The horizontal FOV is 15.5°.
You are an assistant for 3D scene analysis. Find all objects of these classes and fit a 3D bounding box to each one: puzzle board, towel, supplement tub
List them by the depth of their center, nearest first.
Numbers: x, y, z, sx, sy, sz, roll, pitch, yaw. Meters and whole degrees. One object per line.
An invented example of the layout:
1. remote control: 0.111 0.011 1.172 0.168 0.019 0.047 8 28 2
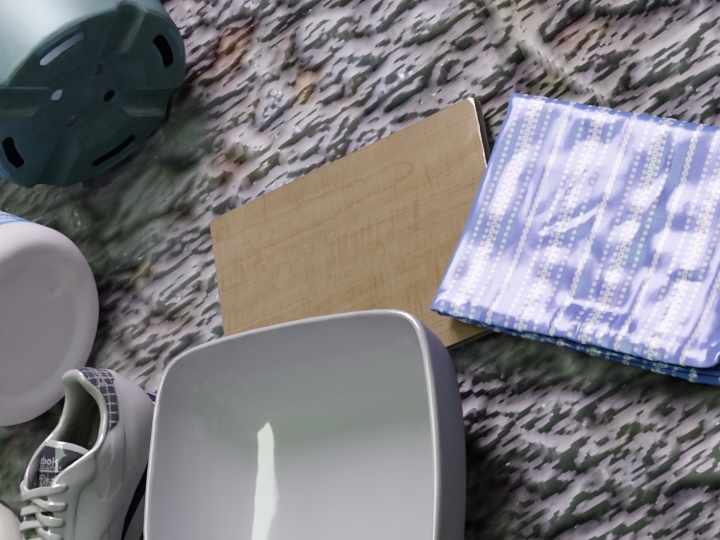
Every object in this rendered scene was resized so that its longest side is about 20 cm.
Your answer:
1. towel: 0.143 -0.022 1.472 0.200 0.024 0.145 13 75 35
2. puzzle board: 0.000 0.000 1.584 0.200 0.017 0.151 -25 58 27
3. supplement tub: -0.278 0.014 1.707 0.200 0.132 0.132 19 82 39

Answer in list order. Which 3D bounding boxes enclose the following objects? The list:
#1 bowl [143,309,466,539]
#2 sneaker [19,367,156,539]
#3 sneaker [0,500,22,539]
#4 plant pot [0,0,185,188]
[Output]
1. bowl: -0.022 0.133 1.496 0.199 0.075 0.201 -12 67 32
2. sneaker: -0.178 0.158 1.603 0.076 0.080 0.200 6 75 36
3. sneaker: -0.267 0.229 1.614 0.070 0.093 0.200 13 78 36
4. plant pot: -0.225 -0.170 1.722 0.200 0.200 0.196 -46 58 10
